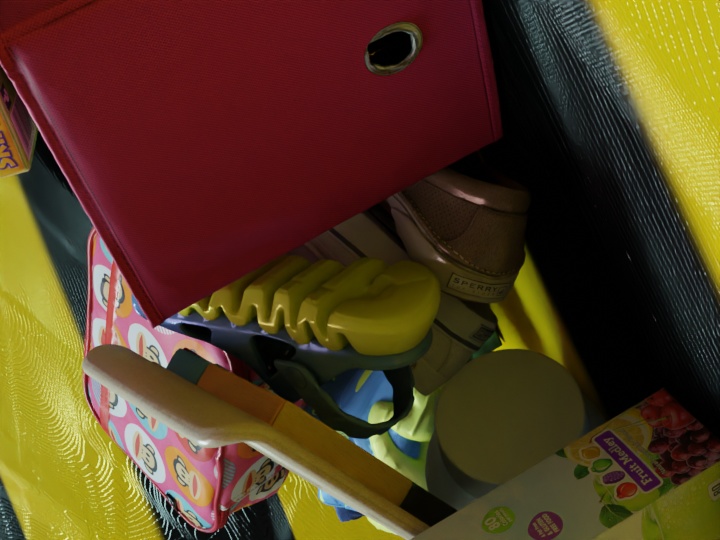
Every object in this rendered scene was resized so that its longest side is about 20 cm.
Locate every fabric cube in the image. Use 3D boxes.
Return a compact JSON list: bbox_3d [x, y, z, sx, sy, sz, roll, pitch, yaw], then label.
[{"bbox_3d":[-0.074,-0.136,0.671,0.200,0.199,0.197,55,170,38],"label":"fabric cube"}]

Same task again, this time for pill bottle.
[{"bbox_3d":[0.098,0.132,0.835,0.111,0.111,0.200,56,171,35],"label":"pill bottle"}]

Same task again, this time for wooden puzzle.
[{"bbox_3d":[-0.027,0.092,0.730,0.200,0.037,0.185,31,173,-30],"label":"wooden puzzle"}]

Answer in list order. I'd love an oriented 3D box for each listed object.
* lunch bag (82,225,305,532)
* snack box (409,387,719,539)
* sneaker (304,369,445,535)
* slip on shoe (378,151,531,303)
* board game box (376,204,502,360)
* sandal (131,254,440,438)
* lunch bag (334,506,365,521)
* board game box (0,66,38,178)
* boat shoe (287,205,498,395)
[{"bbox_3d":[-0.114,0.049,0.902,0.176,0.082,0.201,43,142,27],"label":"lunch bag"},{"bbox_3d":[0.096,0.179,0.672,0.169,0.199,0.068,65,172,-31],"label":"snack box"},{"bbox_3d":[0.012,0.064,0.900,0.076,0.104,0.201,25,-109,-74],"label":"sneaker"},{"bbox_3d":[0.038,-0.057,0.767,0.200,0.076,0.061,-115,40,-58],"label":"slip on shoe"},{"bbox_3d":[0.000,0.000,0.927,0.201,0.135,0.028,66,172,-30],"label":"board game box"},{"bbox_3d":[-0.043,0.033,0.736,0.199,0.079,0.087,16,128,40],"label":"sandal"},{"bbox_3d":[0.025,0.100,1.143,0.136,0.132,0.201,-93,-15,-55],"label":"lunch bag"},{"bbox_3d":[-0.206,-0.142,0.812,0.200,0.030,0.096,-96,-9,-57],"label":"board game box"},{"bbox_3d":[-0.018,-0.010,0.785,0.200,0.070,0.071,42,-168,13],"label":"boat shoe"}]
